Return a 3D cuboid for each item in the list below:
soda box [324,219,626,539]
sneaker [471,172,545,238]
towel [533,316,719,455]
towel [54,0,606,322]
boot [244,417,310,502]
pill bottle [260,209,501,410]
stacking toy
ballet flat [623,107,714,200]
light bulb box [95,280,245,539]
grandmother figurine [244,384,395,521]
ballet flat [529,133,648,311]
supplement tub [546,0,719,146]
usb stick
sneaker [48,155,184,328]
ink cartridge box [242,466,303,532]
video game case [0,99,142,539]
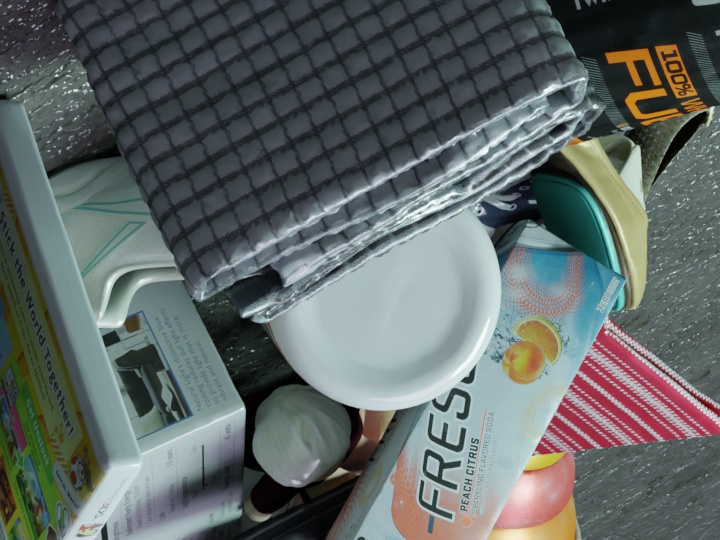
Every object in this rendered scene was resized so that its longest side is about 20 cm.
[{"bbox_3d":[0.057,0.075,1.517,0.201,0.063,0.068,-62,-171,-8],"label":"soda box"},{"bbox_3d":[0.050,-0.035,1.624,0.199,0.070,0.109,-33,163,-8],"label":"sneaker"},{"bbox_3d":[0.091,0.067,1.681,0.199,0.023,0.144,-9,149,37],"label":"towel"},{"bbox_3d":[-0.014,-0.088,1.321,0.199,0.166,0.086,-30,162,3],"label":"towel"},{"bbox_3d":[-0.002,0.085,1.805,0.157,0.080,0.211,-9,151,-40],"label":"boot"},{"bbox_3d":[0.000,0.000,1.496,0.115,0.116,0.200,-27,-171,-4],"label":"pill bottle"},{"bbox_3d":[0.097,0.110,1.948,0.146,0.146,0.201,-14,138,-32],"label":"stacking toy"},{"bbox_3d":[0.158,-0.047,1.647,0.200,0.046,0.068,-54,164,-27],"label":"ballet flat"},{"bbox_3d":[-0.174,0.100,1.575,0.199,0.125,0.198,-23,157,-13],"label":"light bulb box"},{"bbox_3d":[-0.018,0.090,1.593,0.122,0.060,0.200,-61,172,2],"label":"grandmother figurine"},{"bbox_3d":[0.113,-0.067,1.535,0.063,0.069,0.200,-41,122,-16],"label":"ballet flat"},{"bbox_3d":[0.134,-0.131,1.391,0.199,0.123,0.122,-15,161,17],"label":"supplement tub"},{"bbox_3d":[-0.005,0.130,1.580,0.200,0.033,0.055,-24,167,-42],"label":"usb stick"},{"bbox_3d":[-0.073,-0.040,1.462,0.200,0.080,0.070,-33,155,6],"label":"sneaker"},{"bbox_3d":[-0.096,0.187,1.776,0.200,0.144,0.085,70,37,-59],"label":"ink cartridge box"},{"bbox_3d":[-0.169,0.054,1.387,0.023,0.201,0.182,-3,147,-31],"label":"video game case"}]
